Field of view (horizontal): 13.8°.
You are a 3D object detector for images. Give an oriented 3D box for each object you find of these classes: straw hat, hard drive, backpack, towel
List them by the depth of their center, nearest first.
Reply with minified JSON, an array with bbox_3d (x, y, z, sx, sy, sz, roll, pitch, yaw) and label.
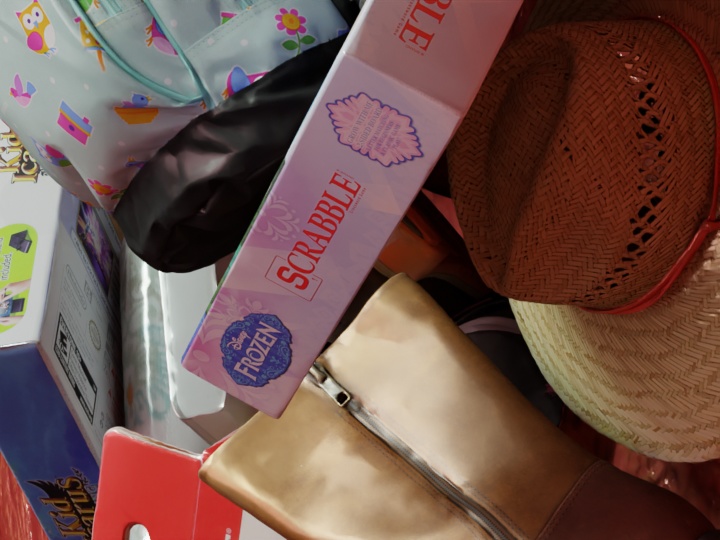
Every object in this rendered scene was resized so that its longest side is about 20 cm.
[{"bbox_3d":[0.075,-0.035,0.976,0.201,0.085,0.201,1,92,51],"label":"straw hat"},{"bbox_3d":[-0.088,-0.108,1.123,0.200,0.127,0.167,55,146,5],"label":"backpack"},{"bbox_3d":[-0.047,0.029,1.329,0.200,0.026,0.132,50,-149,-66],"label":"hard drive"},{"bbox_3d":[-0.066,0.088,1.370,0.200,0.048,0.171,54,-154,-65],"label":"towel"}]

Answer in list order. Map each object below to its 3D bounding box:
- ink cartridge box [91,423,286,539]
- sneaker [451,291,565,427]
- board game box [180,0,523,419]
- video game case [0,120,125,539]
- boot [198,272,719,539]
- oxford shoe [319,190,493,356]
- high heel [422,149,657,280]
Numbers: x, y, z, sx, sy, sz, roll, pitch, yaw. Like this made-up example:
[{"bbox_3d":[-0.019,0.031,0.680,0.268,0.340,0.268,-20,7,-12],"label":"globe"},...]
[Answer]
[{"bbox_3d":[0.000,0.126,1.106,0.067,0.200,0.116,-28,-50,-61],"label":"ink cartridge box"},{"bbox_3d":[0.019,0.085,1.184,0.200,0.080,0.086,-44,8,26],"label":"sneaker"},{"bbox_3d":[0.022,-0.079,0.944,0.200,0.041,0.200,-63,3,-33],"label":"board game box"},{"bbox_3d":[-0.122,0.037,1.358,0.181,0.045,0.200,-86,-18,-45],"label":"video game case"},{"bbox_3d":[0.014,0.115,1.001,0.200,0.188,0.068,37,173,30],"label":"boot"},{"bbox_3d":[0.000,0.000,1.167,0.071,0.073,0.200,49,-173,15],"label":"oxford shoe"},{"bbox_3d":[0.061,-0.056,1.121,0.200,0.067,0.096,55,152,36],"label":"high heel"}]
